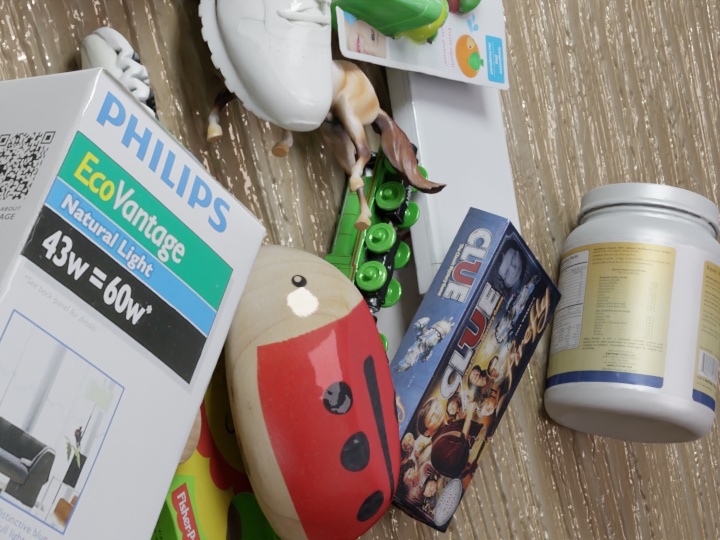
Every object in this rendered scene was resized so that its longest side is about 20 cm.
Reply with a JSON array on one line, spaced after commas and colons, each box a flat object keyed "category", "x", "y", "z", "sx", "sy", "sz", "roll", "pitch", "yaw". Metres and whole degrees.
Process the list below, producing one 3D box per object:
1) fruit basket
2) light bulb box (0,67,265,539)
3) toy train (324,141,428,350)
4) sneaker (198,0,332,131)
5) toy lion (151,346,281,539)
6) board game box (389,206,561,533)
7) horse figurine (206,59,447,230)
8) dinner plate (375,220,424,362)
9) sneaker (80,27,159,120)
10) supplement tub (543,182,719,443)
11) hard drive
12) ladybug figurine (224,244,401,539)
[{"category": "fruit basket", "x": 0.046, "y": -0.230, "z": 0.997, "sx": 0.200, "sy": 0.094, "sz": 0.186, "roll": 1, "pitch": 82, "yaw": -44}, {"category": "light bulb box", "x": -0.177, "y": 0.034, "z": 0.613, "sx": 0.125, "sy": 0.198, "sz": 0.200, "roll": 46, "pitch": 54, "yaw": -44}, {"category": "toy train", "x": 0.000, "y": 0.000, "z": 0.969, "sx": 0.042, "sy": 0.056, "sz": 0.201, "roll": 48, "pitch": 50, "yaw": -56}, {"category": "sneaker", "x": -0.049, "y": -0.183, "z": 0.851, "sx": 0.076, "sy": 0.080, "sz": 0.201, "roll": 1, "pitch": 69, "yaw": -45}, {"category": "toy lion", "x": -0.084, "y": 0.111, "z": 0.854, "sx": 0.192, "sy": 0.068, "sz": 0.201, "roll": -31, "pitch": 112, "yaw": -58}, {"category": "board game box", "x": 0.068, "y": 0.073, "z": 0.990, "sx": 0.200, "sy": 0.035, "sz": 0.135, "roll": -63, "pitch": 148, "yaw": -11}, {"category": "horse figurine", "x": -0.031, "y": -0.109, "z": 0.922, "sx": 0.200, "sy": 0.050, "sz": 0.133, "roll": 28, "pitch": 46, "yaw": -34}, {"category": "dinner plate", "x": 0.054, "y": 0.044, "z": 1.066, "sx": 0.200, "sy": 0.024, "sz": 0.201, "roll": 8, "pitch": 81, "yaw": -53}, {"category": "sneaker", "x": -0.143, "y": -0.040, "z": 0.772, "sx": 0.075, "sy": 0.081, "sz": 0.201, "roll": 97, "pitch": -15, "yaw": -73}, {"category": "supplement tub", "x": 0.240, "y": 0.038, "z": 1.213, "sx": 0.144, "sy": 0.144, "sz": 0.201, "roll": 29, "pitch": 65, "yaw": -49}, {"category": "hard drive", "x": 0.075, "y": -0.077, "z": 1.069, "sx": 0.132, "sy": 0.027, "sz": 0.201, "roll": 8, "pitch": 70, "yaw": -53}, {"category": "ladybug figurine", "x": -0.023, "y": 0.080, "z": 0.847, "sx": 0.136, "sy": 0.072, "sz": 0.201, "roll": -46, "pitch": 126, "yaw": -62}]
